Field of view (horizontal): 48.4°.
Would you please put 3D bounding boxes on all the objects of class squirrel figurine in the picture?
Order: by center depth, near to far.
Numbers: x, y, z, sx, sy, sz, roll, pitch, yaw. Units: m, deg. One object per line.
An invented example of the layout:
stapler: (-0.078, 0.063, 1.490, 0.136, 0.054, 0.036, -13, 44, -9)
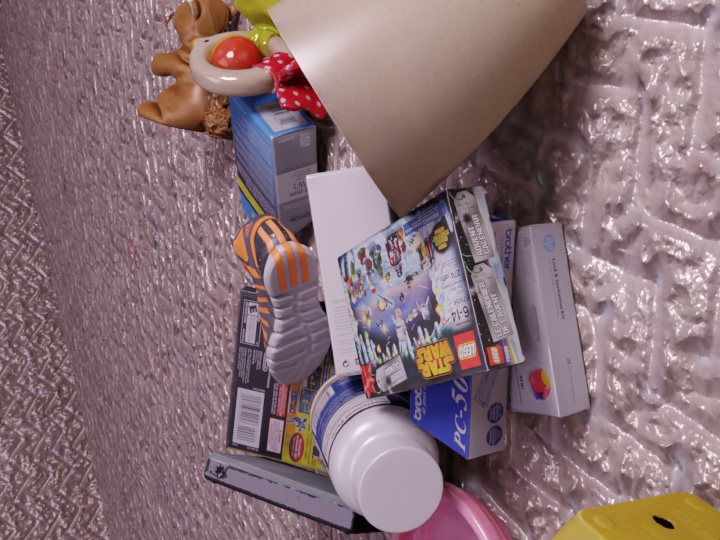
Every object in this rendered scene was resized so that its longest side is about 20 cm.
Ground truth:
squirrel figurine: (-0.211, -0.293, 1.146, 0.198, 0.140, 0.190, 26, 109, 38)

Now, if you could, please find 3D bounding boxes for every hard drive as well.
hard drive: (-0.059, 0.251, 0.905, 0.197, 0.139, 0.033, 11, 80, 30)

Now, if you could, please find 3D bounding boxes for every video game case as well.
video game case: (-0.065, 0.134, 0.944, 0.178, 0.025, 0.204, 11, 104, 12)

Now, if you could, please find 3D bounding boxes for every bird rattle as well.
bird rattle: (-0.124, -0.246, 0.966, 0.114, 0.160, 0.202, 90, 163, -51)

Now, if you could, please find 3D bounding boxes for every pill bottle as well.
pill bottle: (0.016, 0.179, 0.812, 0.200, 0.109, 0.113, -141, 48, -74)

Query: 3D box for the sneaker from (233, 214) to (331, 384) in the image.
sneaker: (-0.087, 0.024, 0.880, 0.112, 0.076, 0.203, 50, 148, 44)

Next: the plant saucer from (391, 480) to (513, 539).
plant saucer: (0.104, 0.310, 0.807, 0.200, 0.050, 0.204, 24, 118, 56)

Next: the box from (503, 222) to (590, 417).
box: (0.114, 0.047, 0.736, 0.199, 0.041, 0.159, -11, 88, 60)

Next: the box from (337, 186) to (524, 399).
box: (0.049, 0.028, 0.676, 0.199, 0.039, 0.139, -30, 71, 60)

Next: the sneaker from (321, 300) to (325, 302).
sneaker: (-0.052, 0.128, 1.005, 0.086, 0.079, 0.203, -108, 31, -76)

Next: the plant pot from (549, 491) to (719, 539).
plant pot: (0.197, 0.261, 0.515, 0.199, 0.197, 0.179, 36, 116, 50)

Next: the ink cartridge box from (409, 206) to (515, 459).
ink cartridge box: (0.086, 0.050, 0.701, 0.094, 0.044, 0.204, 23, 117, 57)

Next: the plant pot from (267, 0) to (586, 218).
plant pot: (0.062, -0.174, 0.607, 0.189, 0.198, 0.188, 56, -172, -11)

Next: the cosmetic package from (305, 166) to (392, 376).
cosmetic package: (0.000, 0.000, 0.837, 0.108, 0.083, 0.204, -11, -87, -87)

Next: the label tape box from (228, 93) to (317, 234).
label tape box: (-0.111, -0.129, 1.042, 0.144, 0.065, 0.202, 51, 153, 41)
